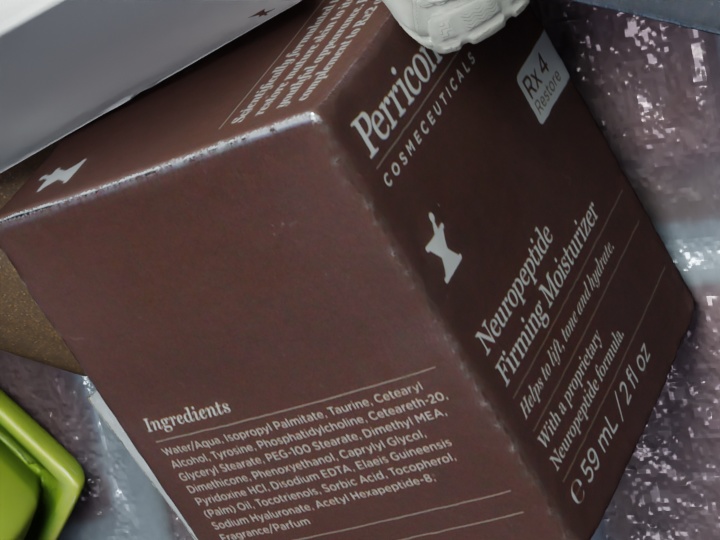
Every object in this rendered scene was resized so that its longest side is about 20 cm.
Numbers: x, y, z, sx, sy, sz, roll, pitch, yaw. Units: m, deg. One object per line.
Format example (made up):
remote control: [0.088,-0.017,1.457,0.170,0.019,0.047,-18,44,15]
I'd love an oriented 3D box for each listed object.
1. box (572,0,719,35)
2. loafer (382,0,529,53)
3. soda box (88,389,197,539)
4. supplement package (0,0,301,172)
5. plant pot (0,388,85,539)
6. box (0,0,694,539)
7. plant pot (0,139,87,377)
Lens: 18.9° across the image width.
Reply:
box: [0.169,-0.181,0.729,0.199,0.124,0.198,17,116,25]
loafer: [-0.003,-0.159,0.768,0.070,0.070,0.200,-35,52,-3]
soda box: [-0.031,0.109,0.996,0.068,0.063,0.200,-40,86,35]
supplement package: [-0.162,-0.147,0.770,0.191,0.147,0.201,-26,83,29]
plant pot: [-0.263,0.131,1.068,0.199,0.181,0.200,40,123,10]
box: [0.000,0.000,0.847,0.164,0.166,0.200,-16,116,35]
plant pot: [-0.165,-0.048,0.957,0.200,0.187,0.187,36,123,1]
